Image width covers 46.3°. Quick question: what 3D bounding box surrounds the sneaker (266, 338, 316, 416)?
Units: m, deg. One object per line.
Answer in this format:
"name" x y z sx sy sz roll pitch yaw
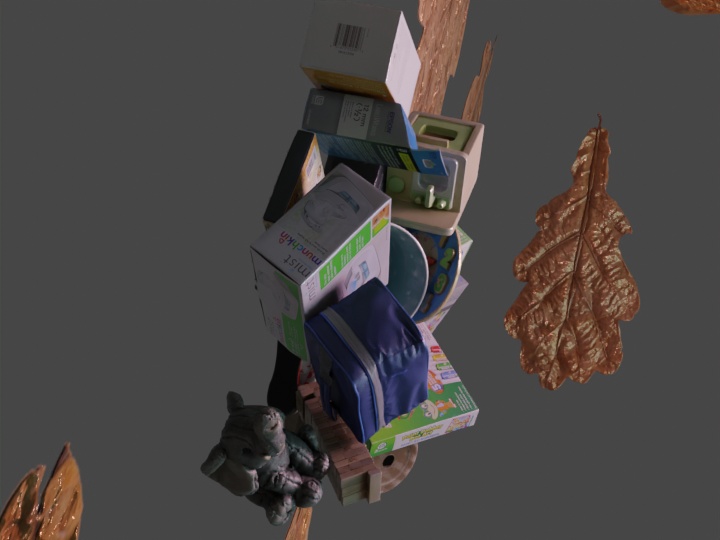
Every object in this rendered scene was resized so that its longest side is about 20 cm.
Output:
"sneaker" -0.085 0.119 1.294 0.108 0.066 0.206 5 101 -76

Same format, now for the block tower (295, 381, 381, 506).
"block tower" -0.035 0.232 1.164 0.201 0.057 0.055 -126 -151 -48

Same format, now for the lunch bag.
"lunch bag" 0.001 0.127 1.099 0.131 0.136 0.202 -29 146 -16

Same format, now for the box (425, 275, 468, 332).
"box" 0.097 0.097 1.514 0.201 0.041 0.155 -55 161 24

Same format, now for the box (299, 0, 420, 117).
"box" 0.005 -0.288 1.183 0.200 0.122 0.100 27 77 -77

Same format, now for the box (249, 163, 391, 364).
"box" -0.050 -0.007 1.125 0.176 0.096 0.202 -45 156 -26

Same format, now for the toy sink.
"toy sink" 0.114 -0.165 1.356 0.201 0.128 0.114 -58 157 -51

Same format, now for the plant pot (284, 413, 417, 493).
"plant pot" -0.001 0.265 1.383 0.197 0.173 0.204 -18 123 -30

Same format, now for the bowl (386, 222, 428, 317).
"bowl" 0.000 0.000 1.356 0.105 0.196 0.205 -125 -140 -63

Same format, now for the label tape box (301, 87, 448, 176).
"label tape box" 0.030 -0.195 1.204 0.143 0.196 0.068 30 71 -77

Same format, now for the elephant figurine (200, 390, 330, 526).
"elephant figurine" -0.133 0.216 1.060 0.201 0.154 0.143 51 11 -43

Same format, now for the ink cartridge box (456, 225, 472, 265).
"ink cartridge box" 0.097 -0.060 1.577 0.087 0.200 0.147 -27 151 -36

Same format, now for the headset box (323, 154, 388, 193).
"headset box" 0.012 -0.177 1.395 0.200 0.091 0.178 64 40 -70

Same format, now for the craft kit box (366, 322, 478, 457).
"craft kit box" 0.057 0.181 1.339 0.201 0.194 0.049 58 -29 37

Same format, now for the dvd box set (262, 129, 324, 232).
"dvd box set" -0.085 -0.078 1.185 0.201 0.029 0.149 79 27 -63

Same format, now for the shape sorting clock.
"shape sorting clock" 0.090 -0.012 1.405 0.039 0.198 0.204 20 81 -42
